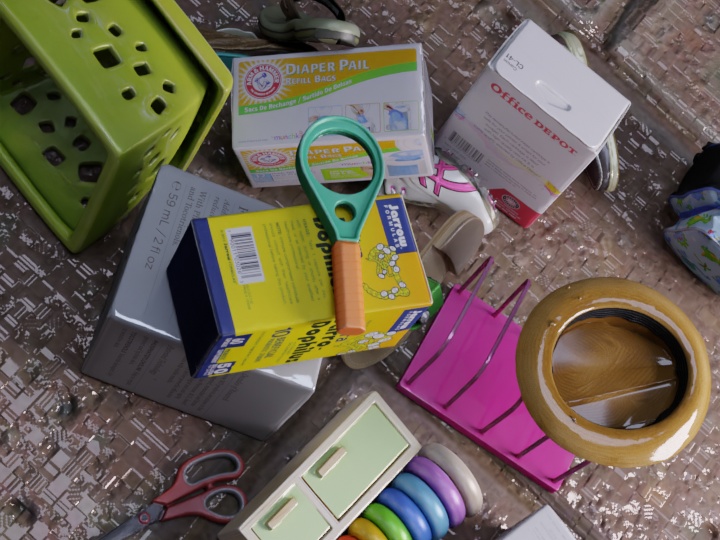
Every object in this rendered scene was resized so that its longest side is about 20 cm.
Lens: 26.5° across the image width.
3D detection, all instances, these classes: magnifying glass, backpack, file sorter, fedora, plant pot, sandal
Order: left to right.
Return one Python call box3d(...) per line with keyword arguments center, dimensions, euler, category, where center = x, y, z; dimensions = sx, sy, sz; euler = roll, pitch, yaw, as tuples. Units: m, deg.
box3d(center=(-0.250, -0.172, 1.495), dimensions=(0.181, 0.200, 0.200), euler=(-34, 81, -34), category="plant pot")
box3d(center=(-0.048, -0.267, 1.594), dimensions=(0.079, 0.201, 0.058), euler=(0, 100, -23), category="sandal")
box3d(center=(-0.014, -0.041, 1.303), dimensions=(0.079, 0.022, 0.202), euler=(5, 66, -18), category="magnifying glass")
box3d(center=(0.037, 0.011, 1.593), dimensions=(0.212, 0.078, 0.069), euler=(-46, 51, -15), category="sandal")
box3d(center=(0.167, 0.102, 1.559), dimensions=(0.199, 0.126, 0.140), euler=(34, 61, -3), category="file sorter")
box3d(center=(0.235, 0.104, 1.465), dimensions=(0.198, 0.082, 0.203), euler=(4, 70, -12), category="fedora")
box3d(center=(0.444, -0.037, 1.692), dimensions=(0.199, 0.183, 0.147), euler=(38, 84, -4), category="backpack")

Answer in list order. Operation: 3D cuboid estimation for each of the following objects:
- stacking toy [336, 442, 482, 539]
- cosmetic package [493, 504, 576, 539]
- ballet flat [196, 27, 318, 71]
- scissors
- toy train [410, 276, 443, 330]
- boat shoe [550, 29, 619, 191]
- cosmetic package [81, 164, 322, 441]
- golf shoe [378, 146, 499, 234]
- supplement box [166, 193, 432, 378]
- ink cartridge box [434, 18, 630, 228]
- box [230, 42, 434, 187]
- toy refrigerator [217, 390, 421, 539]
box3d(center=(0.022, 0.257, 1.476), dimensions=(0.199, 0.085, 0.086), euler=(-37, 83, -21), category="stacking toy")
box3d(center=(0.114, 0.315, 1.462), dimensions=(0.199, 0.102, 0.074), euler=(-34, 80, -27), category="cosmetic package")
box3d(center=(-0.107, -0.229, 1.649), dimensions=(0.198, 0.068, 0.073), euler=(6, 46, -13), category="ballet flat")
box3d(center=(-0.197, 0.224, 1.443), dimensions=(0.198, 0.014, 0.074), euler=(-13, 75, -23), category="scissors")
box3d(center=(0.000, 0.000, 1.540), dimensions=(0.199, 0.042, 0.056), euler=(28, 57, 34), category="toy train")
box3d(center=(0.240, -0.178, 1.743), dimensions=(0.064, 0.073, 0.202), euler=(-12, 68, -12), category="boat shoe")
box3d(center=(-0.138, 0.034, 1.457), dimensions=(0.198, 0.166, 0.169), euler=(21, 62, -11), category="cosmetic package")
box3d(center=(0.060, -0.098, 1.646), dimensions=(0.200, 0.073, 0.092), euler=(41, 80, 7), category="golf shoe")
box3d(center=(-0.055, 0.013, 1.338), dimensions=(0.198, 0.109, 0.111), euler=(-8, 70, -23), category="supplement box")
box3d(center=(0.176, -0.152, 1.628), dimensions=(0.147, 0.200, 0.086), euler=(38, 61, 0), category="ink cartridge box")
box3d(center=(-0.028, -0.157, 1.568), dimensions=(0.197, 0.113, 0.103), euler=(-4, 71, 7), category="box")
box3d(center=(-0.037, 0.211, 1.465), dimensions=(0.200, 0.070, 0.076), euler=(-42, 95, -29), category="toy refrigerator")
